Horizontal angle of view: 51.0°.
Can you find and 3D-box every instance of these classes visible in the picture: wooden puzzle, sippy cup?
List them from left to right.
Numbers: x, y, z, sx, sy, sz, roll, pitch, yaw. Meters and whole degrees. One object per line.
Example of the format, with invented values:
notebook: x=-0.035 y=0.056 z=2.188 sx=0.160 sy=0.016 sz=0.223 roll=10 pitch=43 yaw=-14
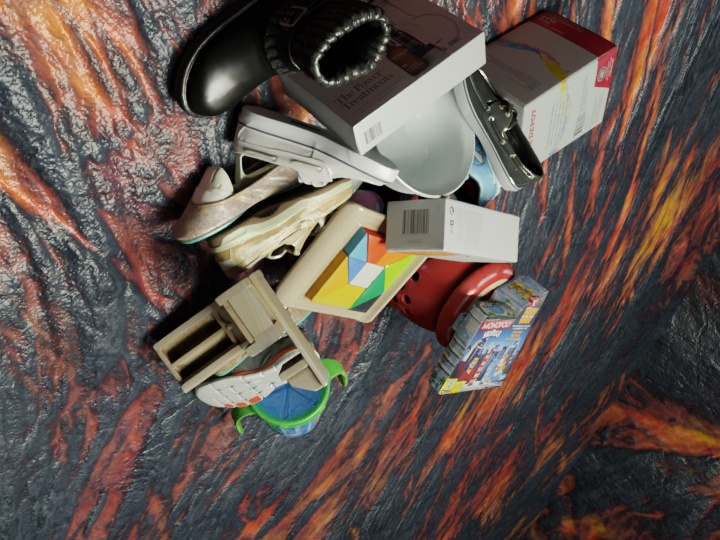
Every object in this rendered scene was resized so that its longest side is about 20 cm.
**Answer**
sippy cup: x=-0.116 y=0.211 z=1.250 sx=0.131 sy=0.177 sz=0.140 roll=92 pitch=8 yaw=-59
wooden puzzle: x=0.000 y=0.000 z=1.090 sx=0.200 sy=0.037 sz=0.185 roll=18 pitch=119 yaw=-47

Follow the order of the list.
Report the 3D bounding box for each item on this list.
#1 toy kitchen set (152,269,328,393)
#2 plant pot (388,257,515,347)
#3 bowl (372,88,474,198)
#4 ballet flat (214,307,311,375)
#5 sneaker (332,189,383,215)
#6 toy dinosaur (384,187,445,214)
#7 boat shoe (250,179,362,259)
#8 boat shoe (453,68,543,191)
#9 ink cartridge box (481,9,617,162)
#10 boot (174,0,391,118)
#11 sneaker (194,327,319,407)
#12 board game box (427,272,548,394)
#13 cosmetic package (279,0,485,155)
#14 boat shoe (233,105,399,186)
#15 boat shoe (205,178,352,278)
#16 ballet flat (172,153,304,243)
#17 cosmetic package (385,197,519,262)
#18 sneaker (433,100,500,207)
toy kitchen set: x=-0.157 y=0.118 z=0.953 sx=0.180 sy=0.163 sz=0.200 roll=-35 pitch=-176 yaw=0
plant pot: x=0.153 y=0.017 z=1.302 sx=0.200 sy=0.182 sz=0.201 roll=-29 pitch=141 yaw=-27
bowl: x=0.055 y=-0.187 z=1.011 sx=0.200 sy=0.090 sz=0.202 roll=10 pitch=75 yaw=-40
ballet flat: x=-0.155 y=0.074 z=1.120 sx=0.200 sy=0.068 sz=0.073 roll=-34 pitch=126 yaw=-14
sneaker: x=-0.009 y=-0.041 z=1.150 sx=0.088 sy=0.080 sz=0.201 roll=-21 pitch=144 yaw=-46
toy dinosaur: x=0.082 y=-0.140 z=1.155 sx=0.199 sy=0.102 sz=0.136 roll=2 pitch=105 yaw=-32
boat shoe: x=-0.068 y=-0.081 z=1.037 sx=0.200 sy=0.068 sz=0.075 roll=-36 pitch=147 yaw=-17
boat shoe: x=0.192 y=-0.203 z=1.040 sx=0.200 sy=0.056 sz=0.069 roll=59 pitch=43 yaw=-20
ink cartridge box: x=0.260 y=-0.269 z=1.149 sx=0.200 sy=0.145 sz=0.146 roll=-34 pitch=146 yaw=-21
boot: x=-0.085 y=-0.218 z=0.786 sx=0.211 sy=0.158 sz=0.079 roll=-48 pitch=148 yaw=1
sneaker: x=-0.161 y=0.147 z=1.172 sx=0.199 sy=0.082 sz=0.077 roll=-19 pitch=137 yaw=1
board game box: x=0.210 y=0.099 z=1.226 sx=0.200 sy=0.062 sz=0.200 roll=6 pitch=118 yaw=-51
cosmetic package: x=0.025 y=-0.244 z=0.896 sx=0.200 sy=0.151 sz=0.052 roll=-39 pitch=145 yaw=-14
boat shoe: x=-0.055 y=-0.133 z=0.896 sx=0.072 sy=0.199 sz=0.066 roll=-85 pitch=-166 yaw=-70
boat shoe: x=-0.093 y=-0.055 z=0.958 sx=0.199 sy=0.072 sz=0.076 roll=-27 pitch=109 yaw=-12
ballet flat: x=-0.153 y=-0.106 z=0.929 sx=0.200 sy=0.068 sz=0.067 roll=-34 pitch=127 yaw=-29
cosmetic package: x=0.135 y=-0.053 z=1.076 sx=0.200 sy=0.101 sz=0.072 roll=5 pitch=86 yaw=-49
sneaker: x=0.146 y=-0.172 z=1.109 sx=0.200 sy=0.078 sz=0.090 roll=59 pitch=43 yaw=-23
